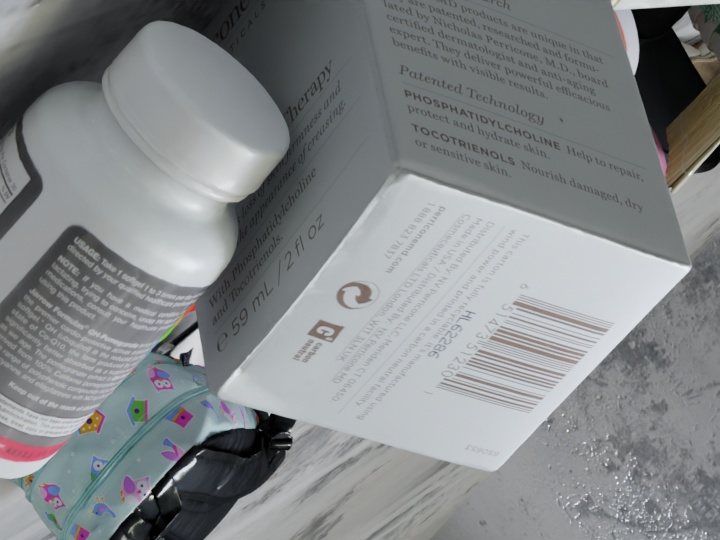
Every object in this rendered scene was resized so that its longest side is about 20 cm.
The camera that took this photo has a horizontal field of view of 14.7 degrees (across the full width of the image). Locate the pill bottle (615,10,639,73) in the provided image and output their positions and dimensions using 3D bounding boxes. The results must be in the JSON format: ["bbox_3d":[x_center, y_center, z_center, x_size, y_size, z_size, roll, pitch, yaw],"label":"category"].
[{"bbox_3d":[0.059,-0.103,1.616,0.200,0.111,0.112,-36,168,-33],"label":"pill bottle"}]

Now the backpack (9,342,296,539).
[{"bbox_3d":[-0.141,0.122,1.742,0.167,0.126,0.200,-55,169,1],"label":"backpack"}]

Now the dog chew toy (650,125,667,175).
[{"bbox_3d":[0.090,-0.059,1.759,0.124,0.199,0.125,-20,114,-56],"label":"dog chew toy"}]

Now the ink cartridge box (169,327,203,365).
[{"bbox_3d":[-0.040,0.035,1.926,0.200,0.068,0.115,-39,169,-19],"label":"ink cartridge box"}]

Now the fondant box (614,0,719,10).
[{"bbox_3d":[0.203,-0.222,1.566,0.199,0.058,0.145,-8,137,-36],"label":"fondant box"}]

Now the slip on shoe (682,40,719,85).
[{"bbox_3d":[0.294,-0.160,2.429,0.076,0.061,0.200,-45,170,12],"label":"slip on shoe"}]

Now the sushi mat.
[{"bbox_3d":[0.251,-0.133,1.682,0.200,0.012,0.096,-48,-169,25],"label":"sushi mat"}]

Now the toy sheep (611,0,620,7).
[{"bbox_3d":[0.064,-0.128,1.477,0.138,0.138,0.200,-44,148,8],"label":"toy sheep"}]

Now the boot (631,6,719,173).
[{"bbox_3d":[0.206,-0.171,1.754,0.066,0.165,0.200,-42,172,-39],"label":"boot"}]

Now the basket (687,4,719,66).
[{"bbox_3d":[0.285,-0.224,1.828,0.138,0.201,0.177,10,139,-22],"label":"basket"}]

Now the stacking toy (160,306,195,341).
[{"bbox_3d":[-0.127,0.009,1.500,0.085,0.085,0.200,-46,176,19],"label":"stacking toy"}]

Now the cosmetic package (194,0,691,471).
[{"bbox_3d":[0.024,-0.045,1.307,0.166,0.201,0.168,16,131,-29],"label":"cosmetic package"}]

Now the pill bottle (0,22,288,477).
[{"bbox_3d":[-0.125,-0.012,1.239,0.200,0.111,0.111,-46,169,22],"label":"pill bottle"}]
